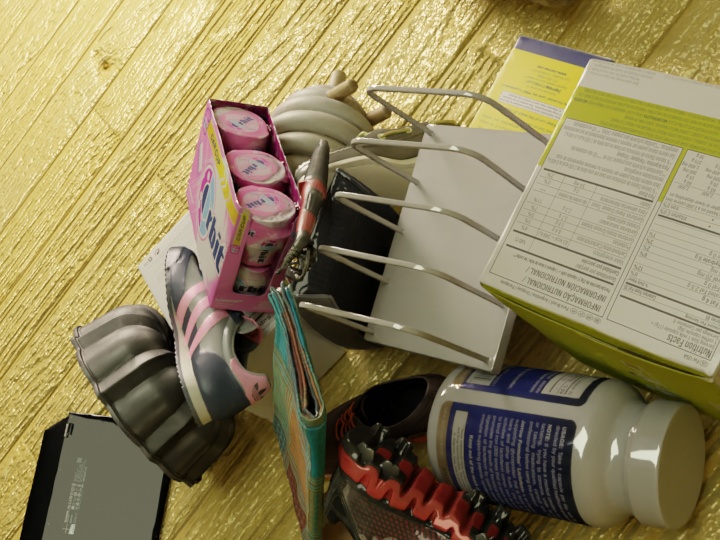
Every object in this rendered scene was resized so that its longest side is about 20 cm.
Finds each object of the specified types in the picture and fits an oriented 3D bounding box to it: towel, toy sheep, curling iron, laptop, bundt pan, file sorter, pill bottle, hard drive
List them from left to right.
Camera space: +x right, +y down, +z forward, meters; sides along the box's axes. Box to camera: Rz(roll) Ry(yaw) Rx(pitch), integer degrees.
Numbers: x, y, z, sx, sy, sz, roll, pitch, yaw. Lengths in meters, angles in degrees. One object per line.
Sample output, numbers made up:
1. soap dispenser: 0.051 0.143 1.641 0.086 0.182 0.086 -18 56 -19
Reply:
1. laptop: -0.300 0.265 1.269 0.198 0.116 0.189 4 69 8
2. bundt pan: -0.197 0.114 1.146 0.076 0.202 0.202 -38 50 2
3. towel: -0.054 0.129 0.950 0.022 0.201 0.147 -8 47 -12
4. curling iron: -0.045 -0.058 0.957 0.201 0.025 0.050 -84 21 -53
5. toy sheep: -0.040 -0.128 1.183 0.137 0.138 0.201 -6 51 35
6. hard drive: 0.000 0.000 1.048 0.042 0.200 0.136 18 79 21
7. file sorter: 0.054 -0.039 0.923 0.138 0.124 0.201 11 81 40
8. pill bottle: 0.162 0.139 0.904 0.199 0.116 0.117 5 72 39

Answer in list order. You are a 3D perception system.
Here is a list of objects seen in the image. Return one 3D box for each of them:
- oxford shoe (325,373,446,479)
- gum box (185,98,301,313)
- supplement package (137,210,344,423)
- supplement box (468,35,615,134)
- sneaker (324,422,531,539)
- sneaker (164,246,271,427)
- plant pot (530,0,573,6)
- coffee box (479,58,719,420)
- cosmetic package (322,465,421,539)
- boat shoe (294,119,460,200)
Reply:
1. oxford shoe: 0.001 0.138 1.056 0.199 0.072 0.072 -27 55 25
2. gum box: -0.113 -0.061 1.084 0.201 0.066 0.114 -111 33 -49
3. supplement package: -0.125 0.040 1.174 0.110 0.114 0.200 -46 51 11
4. supplement box: 0.160 -0.088 1.020 0.109 0.109 0.201 27 87 42
5. sneaker: 0.054 0.211 0.894 0.200 0.071 0.098 34 111 10
6. sneaker: -0.134 0.052 1.071 0.081 0.070 0.201 -17 54 -1
7. plant pot: 0.146 -0.354 1.124 0.183 0.200 0.201 35 91 30
8. coffee box: 0.248 -0.010 0.853 0.199 0.199 0.199 23 84 40
9. cosmetic package: 0.037 0.266 0.968 0.105 0.071 0.201 -41 50 14
10. boat shoe: 0.024 -0.102 1.096 0.072 0.200 0.060 102 147 -45
